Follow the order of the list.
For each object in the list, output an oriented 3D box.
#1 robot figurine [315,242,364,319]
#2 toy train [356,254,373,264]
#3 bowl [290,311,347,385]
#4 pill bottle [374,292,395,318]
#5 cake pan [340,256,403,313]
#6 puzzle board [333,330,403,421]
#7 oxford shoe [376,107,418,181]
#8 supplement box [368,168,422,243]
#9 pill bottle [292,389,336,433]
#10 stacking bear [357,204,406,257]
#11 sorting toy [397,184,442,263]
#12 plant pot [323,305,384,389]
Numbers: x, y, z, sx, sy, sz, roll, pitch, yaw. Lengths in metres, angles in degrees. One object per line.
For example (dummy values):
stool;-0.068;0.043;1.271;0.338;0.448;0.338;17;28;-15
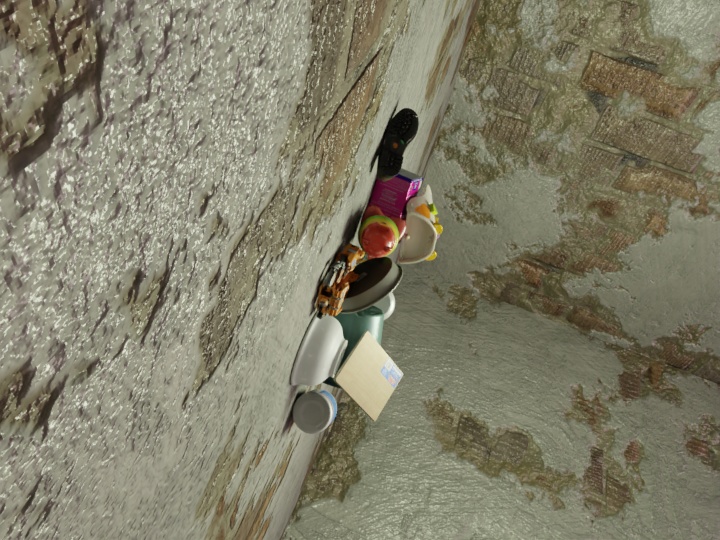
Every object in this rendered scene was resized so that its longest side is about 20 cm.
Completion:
robot figurine;-0.048;0.026;1.288;0.200;0.058;0.146;-62;170;-55
toy train;0.000;0.000;1.692;0.151;0.055;0.201;-63;174;-56
bowl;-0.090;0.199;1.352;0.201;0.090;0.203;21;90;-84
pill bottle;0.050;0.100;1.722;0.200;0.112;0.114;73;38;-86
cake pan;0.011;0.031;1.401;0.037;0.199;0.201;59;33;-22
puzzle board;0.023;0.274;1.438;0.151;0.017;0.200;-55;128;-23
oxford shoe;0.083;-0.311;1.374;0.201;0.072;0.084;-65;-171;-15
supplement box;0.084;-0.178;1.542;0.101;0.103;0.202;-30;142;-64
pill bottle;-0.124;0.398;1.591;0.200;0.111;0.113;66;45;-80
stacking bear;0.046;-0.085;1.387;0.200;0.121;0.114;-73;-171;-78
sorting toy;0.176;-0.144;1.579;0.201;0.106;0.181;97;4;-48
plant pot;-0.026;0.192;1.508;0.200;0.198;0.198;-38;140;-79
